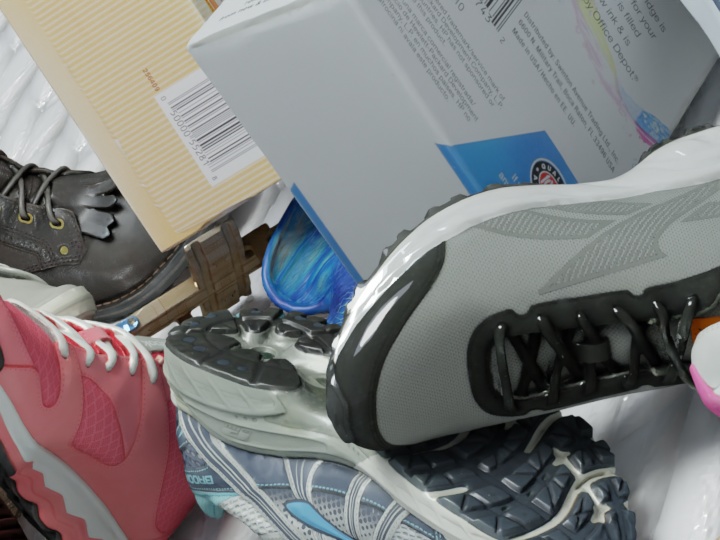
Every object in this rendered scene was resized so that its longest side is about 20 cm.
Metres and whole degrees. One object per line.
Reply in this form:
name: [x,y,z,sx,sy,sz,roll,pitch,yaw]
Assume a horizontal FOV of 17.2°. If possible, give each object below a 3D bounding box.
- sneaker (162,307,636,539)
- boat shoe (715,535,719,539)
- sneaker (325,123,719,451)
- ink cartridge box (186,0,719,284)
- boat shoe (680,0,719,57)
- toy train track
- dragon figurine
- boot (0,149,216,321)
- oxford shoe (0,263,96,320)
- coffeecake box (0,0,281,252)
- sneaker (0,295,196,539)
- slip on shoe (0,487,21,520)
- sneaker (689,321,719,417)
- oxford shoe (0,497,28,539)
sneaker: [0.014,0.080,0.839,0.200,0.086,0.078,24,34,39]
boat shoe: [0.177,0.056,0.676,0.200,0.074,0.069,-31,21,18]
sneaker: [0.081,0.010,0.782,0.200,0.074,0.079,-22,38,-15]
ink cartridge box: [0.049,-0.094,0.891,0.085,0.145,0.200,-14,29,44]
boat shoe: [0.167,-0.102,0.819,0.091,0.071,0.200,-67,32,29]
toy train track: [-0.088,0.034,0.991,0.200,0.033,0.115,-32,-13,-7]
dragon figurine: [0.000,0.000,0.953,0.099,0.059,0.200,-16,41,38]
boot: [-0.178,-0.044,1.103,0.200,0.174,0.069,-29,33,24]
oxford shoe: [-0.173,0.024,1.038,0.075,0.058,0.200,-31,9,-25]
coffeecake box: [-0.070,-0.115,1.020,0.073,0.154,0.200,-30,9,21]
sneaker: [-0.111,0.043,0.907,0.087,0.200,0.074,-41,54,-13]
slip on shoe: [-0.176,0.106,1.032,0.076,0.061,0.200,-16,22,28]
sneaker: [0.179,-0.027,0.720,0.200,0.081,0.088,-34,72,-1]
oxford shoe: [-0.179,0.105,0.934,0.075,0.070,0.200,-29,77,6]
